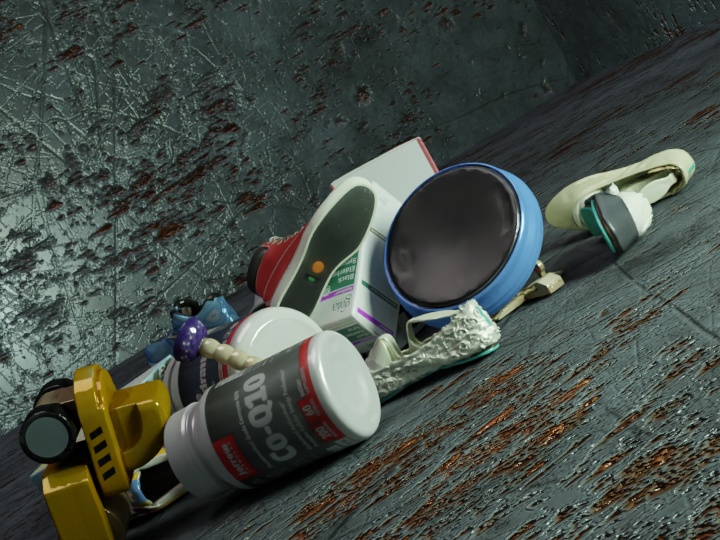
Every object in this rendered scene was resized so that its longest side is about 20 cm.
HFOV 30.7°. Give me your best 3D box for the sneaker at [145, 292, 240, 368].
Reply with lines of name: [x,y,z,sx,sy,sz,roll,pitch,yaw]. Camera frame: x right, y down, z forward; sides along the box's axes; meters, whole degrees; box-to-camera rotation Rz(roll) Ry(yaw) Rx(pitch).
sneaker: [-0.237,0.081,1.840,0.200,0.090,0.078,-25,5,40]

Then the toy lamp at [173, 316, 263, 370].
toy lamp: [-0.101,0.105,1.395,0.058,0.199,0.058,-58,-19,-33]

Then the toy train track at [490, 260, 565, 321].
toy train track: [0.162,0.024,1.527,0.114,0.033,0.200,-33,6,-30]

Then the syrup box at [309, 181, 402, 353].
syrup box: [0.000,0.000,1.619,0.079,0.081,0.201,-21,46,38]

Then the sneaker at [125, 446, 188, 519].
sneaker: [-0.265,0.248,1.483,0.199,0.075,0.090,-30,1,4]

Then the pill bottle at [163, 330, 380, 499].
pill bottle: [-0.090,0.149,1.306,0.199,0.114,0.114,-27,7,23]

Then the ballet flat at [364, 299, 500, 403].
ballet flat: [0.056,0.085,1.380,0.199,0.072,0.072,-27,7,26]

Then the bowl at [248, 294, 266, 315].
bowl: [-0.064,0.020,1.868,0.200,0.091,0.201,-7,-21,-3]

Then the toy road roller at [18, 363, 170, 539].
toy road roller: [-0.259,0.196,1.370,0.145,0.201,0.123,-15,13,-1]

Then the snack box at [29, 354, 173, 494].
snack box: [-0.301,0.186,1.584,0.116,0.037,0.200,-34,9,33]

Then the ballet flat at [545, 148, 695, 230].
ballet flat: [0.319,-0.091,1.627,0.199,0.070,0.069,-26,7,24]

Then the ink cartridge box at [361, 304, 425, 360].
ink cartridge box: [-0.013,0.100,1.692,0.199,0.039,0.099,-26,8,33]

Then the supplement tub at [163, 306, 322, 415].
supplement tub: [-0.134,0.128,1.543,0.140,0.141,0.200,-34,8,-37]

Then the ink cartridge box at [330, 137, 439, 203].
ink cartridge box: [0.064,-0.063,1.840,0.144,0.146,0.200,-28,-18,0]

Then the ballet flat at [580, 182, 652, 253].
ballet flat: [0.294,-0.066,1.493,0.073,0.073,0.200,-29,4,6]

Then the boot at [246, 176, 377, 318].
boot: [-0.067,-0.042,1.606,0.201,0.072,0.144,-56,31,6]

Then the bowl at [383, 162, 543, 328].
bowl: [0.113,-0.033,1.508,0.200,0.202,0.039,-18,-34,29]
